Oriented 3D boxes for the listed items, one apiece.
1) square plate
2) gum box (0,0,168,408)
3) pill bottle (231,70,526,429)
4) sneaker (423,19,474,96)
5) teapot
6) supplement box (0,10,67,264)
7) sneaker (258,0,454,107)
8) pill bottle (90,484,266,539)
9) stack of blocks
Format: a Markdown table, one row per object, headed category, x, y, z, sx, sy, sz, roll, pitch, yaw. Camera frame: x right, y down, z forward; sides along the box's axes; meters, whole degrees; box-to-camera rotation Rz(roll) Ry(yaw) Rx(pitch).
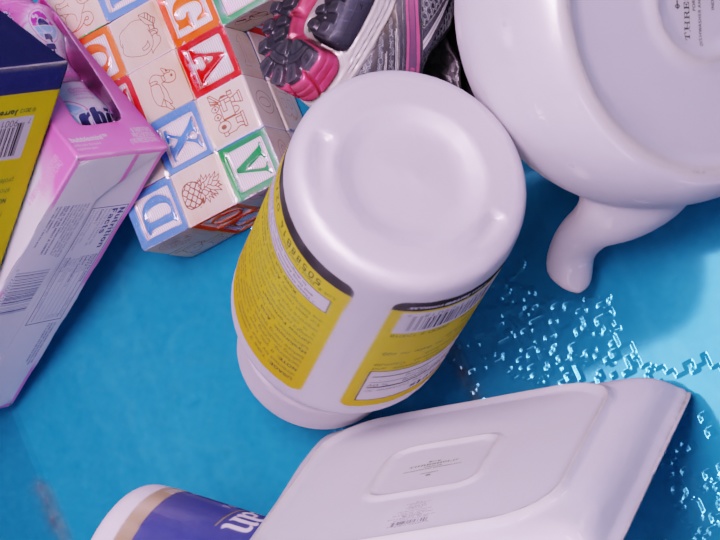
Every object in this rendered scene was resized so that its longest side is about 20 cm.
| category | x | y | z | sx | sy | sz | roll | pitch | yaw |
| --- | --- | --- | --- | --- | --- | --- | --- | --- | --- |
| square plate | 0.039 | 0.101 | 1.353 | 0.199 | 0.198 | 0.029 | -12 | 106 | 21 |
| gum box | -0.189 | -0.034 | 1.484 | 0.114 | 0.066 | 0.200 | 50 | 124 | 23 |
| pill bottle | 0.000 | 0.000 | 1.369 | 0.111 | 0.200 | 0.112 | 6 | 63 | -12 |
| sneaker | 0.001 | -0.140 | 1.456 | 0.104 | 0.060 | 0.200 | -44 | 75 | 9 |
| teapot | 0.114 | -0.124 | 1.363 | 0.146 | 0.197 | 0.200 | 1 | 54 | 58 |
| supplement box | -0.239 | -0.036 | 1.410 | 0.109 | 0.109 | 0.201 | 37 | 119 | 29 |
| sneaker | 0.019 | -0.160 | 1.393 | 0.080 | 0.075 | 0.201 | 2 | 66 | 56 |
| pill bottle | -0.032 | 0.181 | 1.419 | 0.199 | 0.111 | 0.112 | 16 | 92 | 22 |
| stack of blocks | -0.087 | -0.122 | 1.490 | 0.115 | 0.059 | 0.201 | -26 | 77 | 20 |
